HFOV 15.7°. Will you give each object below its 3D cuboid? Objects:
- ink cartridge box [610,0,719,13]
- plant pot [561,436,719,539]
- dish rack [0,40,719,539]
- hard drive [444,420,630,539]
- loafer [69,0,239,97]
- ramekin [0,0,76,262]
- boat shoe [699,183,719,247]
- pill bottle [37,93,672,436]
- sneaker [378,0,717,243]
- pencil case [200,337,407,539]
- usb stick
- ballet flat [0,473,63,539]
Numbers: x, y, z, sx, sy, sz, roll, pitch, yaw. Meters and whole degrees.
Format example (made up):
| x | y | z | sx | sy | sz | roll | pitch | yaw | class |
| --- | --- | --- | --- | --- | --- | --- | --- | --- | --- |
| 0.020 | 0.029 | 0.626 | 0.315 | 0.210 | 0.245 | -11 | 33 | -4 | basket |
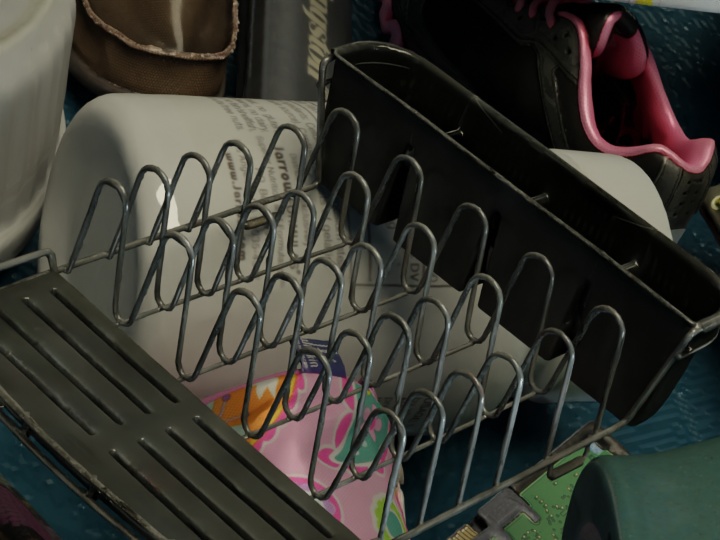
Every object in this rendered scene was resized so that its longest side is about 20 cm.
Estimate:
| x | y | z | sx | sy | sz | roll | pitch | yaw | class |
| --- | --- | --- | --- | --- | --- | --- | --- | --- | --- |
| 0.116 | -0.148 | 1.005 | 0.200 | 0.068 | 0.115 | 6 | 24 | 2 | ink cartridge box |
| 0.155 | 0.122 | 0.765 | 0.188 | 0.200 | 0.200 | 3 | 48 | -5 | plant pot |
| -0.010 | 0.013 | 0.736 | 0.153 | 0.055 | 0.200 | 38 | 38 | 28 | dish rack |
| 0.105 | 0.156 | 0.862 | 0.200 | 0.038 | 0.140 | 43 | 46 | 13 | hard drive |
| -0.085 | -0.144 | 1.011 | 0.073 | 0.071 | 0.200 | 6 | 49 | -22 | loafer |
| -0.189 | -0.086 | 0.881 | 0.202 | 0.094 | 0.202 | 14 | 42 | -13 | ramekin |
| 0.179 | 0.049 | 0.979 | 0.060 | 0.072 | 0.202 | -17 | 65 | 11 | boat shoe |
| 0.000 | 0.000 | 0.894 | 0.200 | 0.114 | 0.114 | 1 | 51 | -26 | pill bottle |
| 0.077 | -0.082 | 1.021 | 0.079 | 0.095 | 0.200 | -12 | 56 | -32 | sneaker |
| -0.004 | 0.126 | 0.782 | 0.087 | 0.087 | 0.200 | -4 | 61 | -29 | pencil case |
| -0.025 | -0.093 | 1.015 | 0.055 | 0.033 | 0.200 | 44 | 33 | -38 | usb stick |
| -0.130 | 0.076 | 0.782 | 0.200 | 0.069 | 0.071 | 37 | -1 | 46 | ballet flat |
